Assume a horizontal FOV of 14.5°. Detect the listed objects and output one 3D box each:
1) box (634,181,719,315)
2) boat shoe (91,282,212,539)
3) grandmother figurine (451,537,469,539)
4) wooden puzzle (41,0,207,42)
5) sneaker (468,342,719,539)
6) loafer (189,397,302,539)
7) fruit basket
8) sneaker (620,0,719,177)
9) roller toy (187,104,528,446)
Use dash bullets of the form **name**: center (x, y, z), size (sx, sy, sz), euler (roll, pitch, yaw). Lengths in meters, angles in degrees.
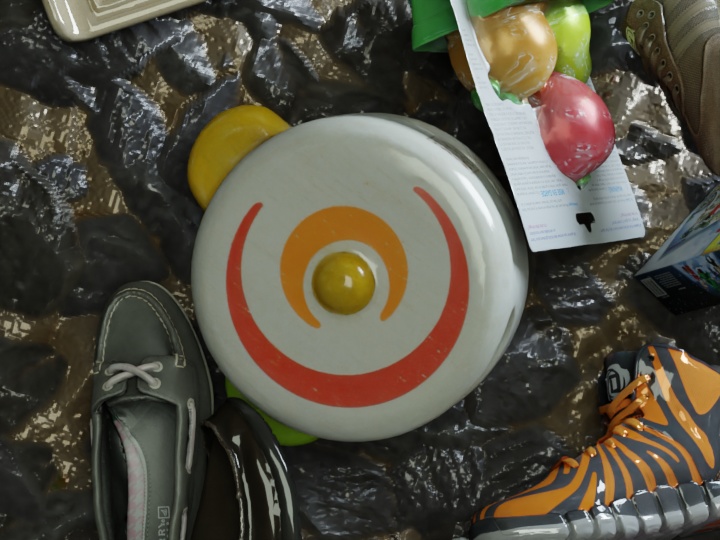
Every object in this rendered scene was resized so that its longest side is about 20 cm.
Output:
- **box**: center (0.241, -0.041, 1.634), size (0.038, 0.200, 0.137), euler (44, 80, -4)
- **boat shoe**: center (-0.122, 0.103, 1.629), size (0.067, 0.057, 0.200), euler (-7, 82, 13)
- **grandmother figurine**: center (0.001, 0.231, 1.639), size (0.200, 0.061, 0.121), euler (-40, 96, -8)
- **wooden puzzle**: center (-0.120, -0.248, 1.710), size (0.200, 0.037, 0.185), euler (-18, 84, -14)
- **sneaker**: center (0.142, 0.107, 1.662), size (0.200, 0.078, 0.112), euler (-8, 74, -29)
- **loafer**: center (-0.070, 0.171, 1.571), size (0.071, 0.073, 0.200), euler (-7, 87, -14)
- **fruit basket**: center (0.097, -0.107, 1.655), size (0.094, 0.185, 0.200), euler (-15, 87, 26)
- **sneaker**: center (0.195, -0.128, 1.687), size (0.075, 0.070, 0.200), euler (-9, 48, 13)
- **roller toy**: center (0.000, 0.000, 1.608), size (0.182, 0.140, 0.200), euler (-5, 93, 10)
